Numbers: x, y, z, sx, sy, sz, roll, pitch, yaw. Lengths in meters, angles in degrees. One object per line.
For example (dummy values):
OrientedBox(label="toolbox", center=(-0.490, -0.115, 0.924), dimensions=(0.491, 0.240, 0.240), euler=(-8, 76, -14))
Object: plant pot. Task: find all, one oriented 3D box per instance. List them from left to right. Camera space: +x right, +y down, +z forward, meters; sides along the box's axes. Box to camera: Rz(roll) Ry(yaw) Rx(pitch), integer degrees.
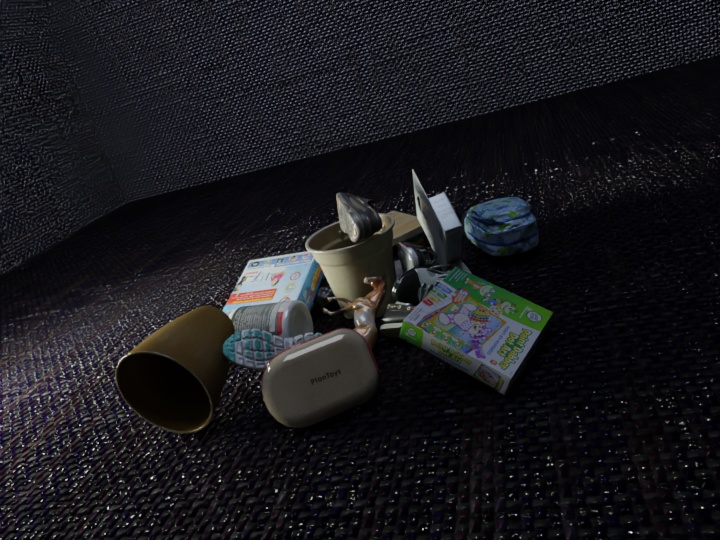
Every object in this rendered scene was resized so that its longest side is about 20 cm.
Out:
OrientedBox(label="plant pot", center=(-0.317, 0.160, 1.097), dimensions=(0.184, 0.188, 0.201), euler=(-8, 30, 21))
OrientedBox(label="plant pot", center=(0.000, 0.000, 1.286), dimensions=(0.197, 0.186, 0.201), euler=(-14, 21, 6))

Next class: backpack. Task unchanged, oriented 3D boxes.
OrientedBox(label="backpack", center=(0.333, -0.102, 1.374), dimensions=(0.160, 0.156, 0.201), euler=(-10, 34, 0))

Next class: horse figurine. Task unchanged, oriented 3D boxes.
OrientedBox(label="horse figurine", center=(-0.010, 0.106, 1.160), dimensions=(0.130, 0.050, 0.202), euler=(-7, 54, 13))

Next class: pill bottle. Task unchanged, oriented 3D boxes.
OrientedBox(label="pill bottle", center=(-0.208, 0.128, 1.229), dimensions=(0.197, 0.115, 0.114), euler=(-7, 23, 23))

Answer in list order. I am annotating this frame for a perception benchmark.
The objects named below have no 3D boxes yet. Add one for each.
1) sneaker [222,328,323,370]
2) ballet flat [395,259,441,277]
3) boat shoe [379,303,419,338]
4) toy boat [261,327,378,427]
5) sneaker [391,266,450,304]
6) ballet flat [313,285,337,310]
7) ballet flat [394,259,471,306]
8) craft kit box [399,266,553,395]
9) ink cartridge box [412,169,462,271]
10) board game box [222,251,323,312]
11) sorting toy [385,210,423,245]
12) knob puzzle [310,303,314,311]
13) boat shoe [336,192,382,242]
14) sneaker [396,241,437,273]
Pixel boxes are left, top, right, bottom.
OrientedBox(label="sneaker", center=(-0.157, 0.161, 1.098), dimensions=(0.197, 0.091, 0.079), euler=(7, 60, -13))
OrientedBox(label="ballet flat", center=(0.138, -0.005, 1.397), dimensions=(0.197, 0.047, 0.068), euler=(-22, 55, 3))
OrientedBox(label="boat shoe", center=(0.127, 0.090, 1.108), dimensions=(0.199, 0.074, 0.064), euler=(-3, 62, 36))
OrientedBox(label="toy boat", center=(-0.071, 0.186, 1.015), dimensions=(0.197, 0.132, 0.131), euler=(-20, -9, -9))
OrientedBox(label="sneaker", center=(0.158, 0.040, 1.165), dimensions=(0.197, 0.075, 0.088), euler=(-2, 22, -28))
OrientedBox(label="ballet flat", center=(-0.033, 0.024, 1.406), dimensions=(0.199, 0.057, 0.067), euler=(-32, -15, -31))
OrientedBox(label="ballet flat", center=(0.145, 0.031, 1.257), dimensions=(0.198, 0.070, 0.069), euler=(-23, 22, -15))
OrientedBox(label="craft kit box", center=(0.199, 0.092, 0.999), dimensions=(0.196, 0.049, 0.200), euler=(28, 42, 21))
OrientedBox(label="ink cartridge box", center=(0.170, -0.106, 1.295), dimensions=(0.043, 0.201, 0.175), euler=(-20, 62, -2))
OrientedBox(label="board game box", center=(-0.198, 0.047, 1.368), dimensions=(0.197, 0.056, 0.197), euler=(-7, 39, 23))
OrientedBox(label="sorting toy", center=(0.066, -0.080, 1.589), dimensions=(0.198, 0.070, 0.198), euler=(-26, 23, -21))
OrientedBox(label="knob puzzle", center=(-0.197, 0.092, 1.422), dimensions=(0.216, 0.031, 0.220), euler=(-14, 21, 6))
OrientedBox(label="boat shoe", center=(-0.003, -0.114, 1.231), dimensions=(0.072, 0.076, 0.200), euler=(-10, 29, -11))
OrientedBox(label="sneaker", center=(0.125, -0.032, 1.278), dimensions=(0.081, 0.078, 0.200), euler=(-15, 1, 2))
